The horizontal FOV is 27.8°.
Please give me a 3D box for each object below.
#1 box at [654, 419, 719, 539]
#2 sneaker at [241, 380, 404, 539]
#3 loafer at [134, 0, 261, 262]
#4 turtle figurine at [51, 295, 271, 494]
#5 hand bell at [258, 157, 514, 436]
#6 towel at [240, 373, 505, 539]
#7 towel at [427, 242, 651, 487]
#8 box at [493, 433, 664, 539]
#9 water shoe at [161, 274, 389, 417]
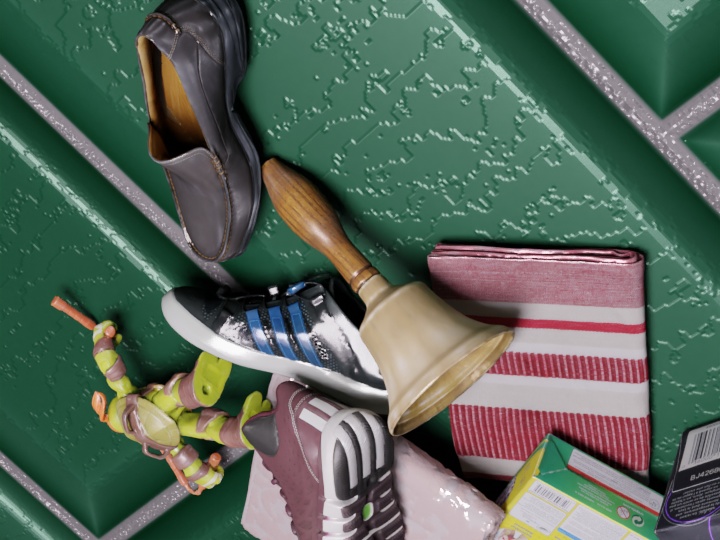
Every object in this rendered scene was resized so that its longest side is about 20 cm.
[{"bbox_3d":[0.303,0.193,0.961,0.122,0.106,0.200,-24,111,36],"label":"box"},{"bbox_3d":[-0.032,0.158,1.042,0.115,0.076,0.200,31,133,35],"label":"sneaker"},{"bbox_3d":[-0.115,-0.087,0.964,0.073,0.072,0.200,15,126,31],"label":"loafer"},{"bbox_3d":[-0.153,0.099,1.099,0.161,0.064,0.200,-13,115,46],"label":"turtle figurine"},{"bbox_3d":[0.000,0.000,0.969,0.200,0.104,0.104,51,131,16],"label":"hand bell"},{"bbox_3d":[0.003,0.184,1.097,0.200,0.032,0.191,33,136,19],"label":"towel"},{"bbox_3d":[0.127,0.069,1.008,0.144,0.023,0.200,3,125,19],"label":"towel"},{"bbox_3d":[0.142,0.211,1.068,0.117,0.048,0.200,29,136,0],"label":"box"},{"bbox_3d":[-0.041,0.035,1.039,0.200,0.072,0.079,20,106,5],"label":"water shoe"}]
